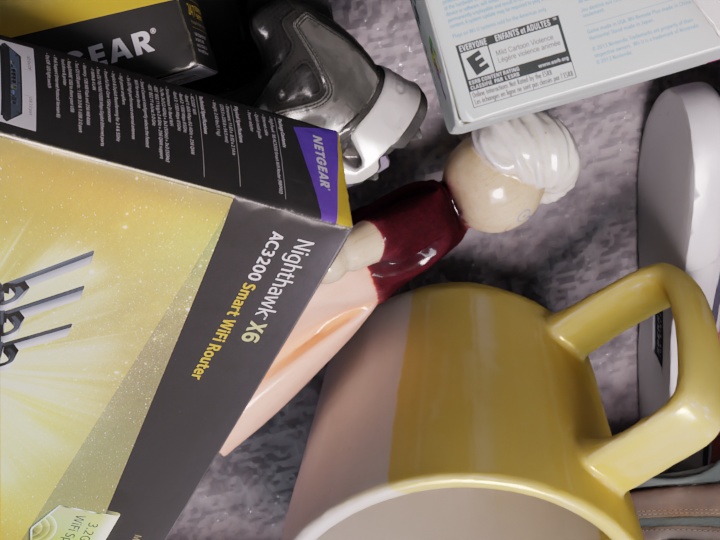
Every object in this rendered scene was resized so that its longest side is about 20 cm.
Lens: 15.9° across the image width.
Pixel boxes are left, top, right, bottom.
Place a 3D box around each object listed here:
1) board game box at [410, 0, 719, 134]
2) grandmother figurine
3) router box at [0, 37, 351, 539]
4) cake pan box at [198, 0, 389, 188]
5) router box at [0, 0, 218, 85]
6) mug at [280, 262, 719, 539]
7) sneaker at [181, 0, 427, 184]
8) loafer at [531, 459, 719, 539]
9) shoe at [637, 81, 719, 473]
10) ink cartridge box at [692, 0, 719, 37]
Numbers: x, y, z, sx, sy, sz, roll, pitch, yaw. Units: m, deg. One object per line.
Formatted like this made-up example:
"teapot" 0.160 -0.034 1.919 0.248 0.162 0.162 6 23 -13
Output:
"board game box" 0.074 -0.163 0.896 0.147 0.064 0.200 -16 90 0
"grandmother figurine" 0.000 0.000 1.026 0.200 0.121 0.061 -34 97 -3
"router box" -0.116 0.018 0.885 0.157 0.052 0.200 14 130 -21
"cake pan box" -0.108 -0.077 0.987 0.200 0.052 0.184 -25 125 6
"router box" -0.166 -0.117 0.894 0.200 0.052 0.157 -17 89 5
"mug" 0.058 0.082 1.046 0.186 0.153 0.149 -8 129 8
"sneaker" -0.078 -0.033 0.957 0.200 0.066 0.091 -37 116 12
"loafer" 0.134 0.119 1.099 0.200 0.063 0.072 -18 153 37
"shoe" 0.168 0.002 1.081 0.091 0.071 0.200 -8 129 -7
"ink cartridge box" 0.127 -0.183 0.845 0.160 0.047 0.200 -38 91 -1
